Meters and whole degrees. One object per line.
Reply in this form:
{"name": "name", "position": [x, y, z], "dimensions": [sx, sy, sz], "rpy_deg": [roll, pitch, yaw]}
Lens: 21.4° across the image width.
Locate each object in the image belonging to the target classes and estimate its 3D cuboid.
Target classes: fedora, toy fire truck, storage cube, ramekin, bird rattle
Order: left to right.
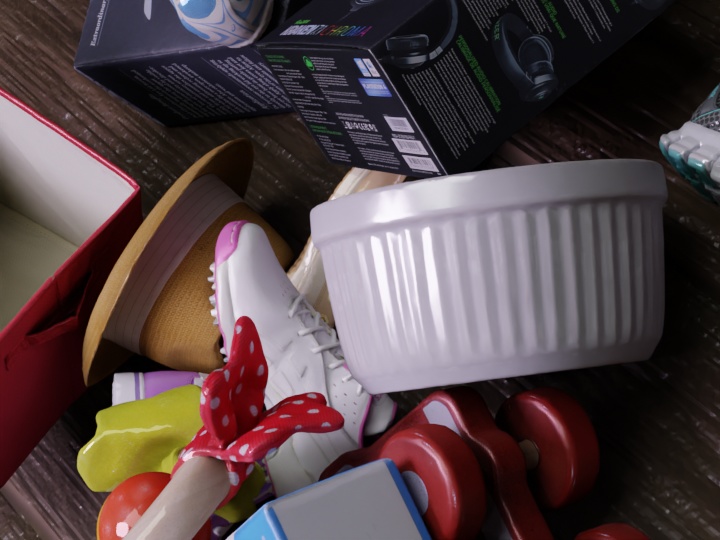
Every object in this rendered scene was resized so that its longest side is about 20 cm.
{"name": "storage cube", "position": [-0.255, 0.004, 1.253], "dimensions": [0.199, 0.180, 0.171], "rpy_deg": [34, 64, 15]}
{"name": "bird rattle", "position": [-0.093, 0.128, 1.056], "dimensions": [0.164, 0.113, 0.200], "rpy_deg": [-54, 14, -25]}
{"name": "fedora", "position": [-0.099, 0.010, 1.224], "dimensions": [0.081, 0.201, 0.202], "rpy_deg": [32, 90, 7]}
{"name": "toy fire truck", "position": [0.062, 0.167, 1.033], "dimensions": [0.168, 0.111, 0.201], "rpy_deg": [-44, 67, 47]}
{"name": "ramekin", "position": [0.075, 0.007, 1.048], "dimensions": [0.199, 0.199, 0.106], "rpy_deg": [-9, 86, 35]}

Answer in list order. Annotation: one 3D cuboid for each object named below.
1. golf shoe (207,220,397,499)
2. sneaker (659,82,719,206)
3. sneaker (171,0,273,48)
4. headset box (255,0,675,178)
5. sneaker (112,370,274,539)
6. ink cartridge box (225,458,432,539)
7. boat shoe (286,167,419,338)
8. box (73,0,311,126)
{"name": "golf shoe", "position": [-0.027, 0.060, 1.136], "dimensions": [0.091, 0.202, 0.075], "rpy_deg": [-12, 18, 19]}
{"name": "sneaker", "position": [0.253, -0.061, 1.022], "dimensions": [0.199, 0.077, 0.092], "rpy_deg": [33, 87, 42]}
{"name": "sneaker", "position": [-0.110, -0.229, 1.251], "dimensions": [0.072, 0.072, 0.201], "rpy_deg": [-39, 48, 19]}
{"name": "headset box", "position": [0.066, -0.150, 1.105], "dimensions": [0.199, 0.093, 0.174], "rpy_deg": [-39, 20, -14]}
{"name": "sneaker", "position": [-0.099, 0.164, 1.191], "dimensions": [0.073, 0.113, 0.203], "rpy_deg": [-135, 47, -73]}
{"name": "ink cartridge box", "position": [-0.024, 0.207, 1.010], "dimensions": [0.147, 0.084, 0.200], "rpy_deg": [63, 148, 13]}
{"name": "boat shoe", "position": [0.000, 0.000, 1.199], "dimensions": [0.069, 0.074, 0.201], "rpy_deg": [35, 99, 16]}
{"name": "box", "position": [-0.085, -0.195, 1.334], "dimensions": [0.198, 0.104, 0.150], "rpy_deg": [-2, 68, 38]}
